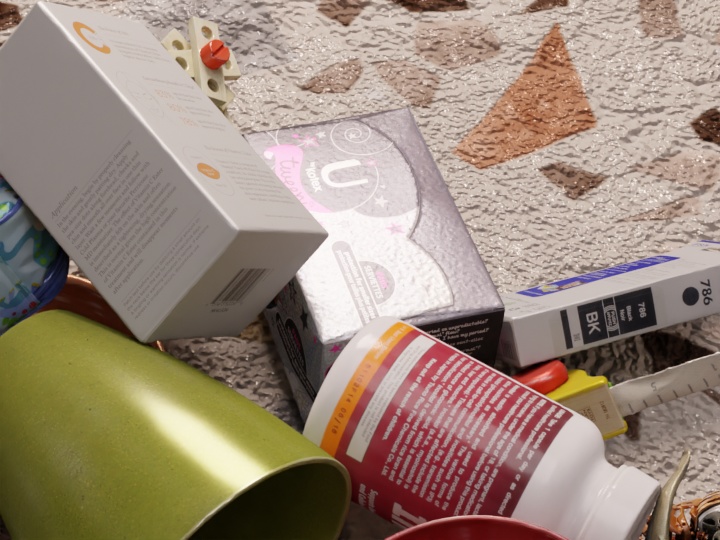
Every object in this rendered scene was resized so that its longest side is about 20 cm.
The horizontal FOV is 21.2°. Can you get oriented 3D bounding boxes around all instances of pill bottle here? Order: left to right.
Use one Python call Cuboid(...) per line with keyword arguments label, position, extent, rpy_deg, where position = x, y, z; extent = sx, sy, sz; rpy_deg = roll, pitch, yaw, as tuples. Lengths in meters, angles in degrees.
Cuboid(label="pill bottle", position=(0.073, 0.118, 1.157), extent=(0.199, 0.113, 0.113), rpy_deg=(27, 50, 16))

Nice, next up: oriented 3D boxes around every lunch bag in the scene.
Cuboid(label="lunch bag", position=(-0.292, 0.006, 1.230), extent=(0.200, 0.083, 0.161), rpy_deg=(-41, 39, -10))

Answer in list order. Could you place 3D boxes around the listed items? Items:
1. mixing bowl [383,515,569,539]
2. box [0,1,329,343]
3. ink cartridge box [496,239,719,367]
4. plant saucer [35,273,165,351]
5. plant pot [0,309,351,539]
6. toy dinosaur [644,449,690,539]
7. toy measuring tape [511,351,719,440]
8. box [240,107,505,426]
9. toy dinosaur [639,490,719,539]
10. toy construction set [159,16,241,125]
Cuboid(label="mixing bowl", position=(0.066, 0.250, 1.075), extent=(0.199, 0.108, 0.201), rpy_deg=(-2, 64, 5))
Cuboid(label="box", position=(-0.137, -0.060, 1.198), extent=(0.200, 0.098, 0.124), rpy_deg=(49, 18, 17))
Cuboid(label="ink cartridge box", position=(0.177, 0.021, 1.329), extent=(0.199, 0.039, 0.099), rpy_deg=(-15, 8, -16))
Cuboid(label="plant saucer", position=(-0.225, 0.083, 1.270), extent=(0.199, 0.038, 0.201), rpy_deg=(2, 46, -2))
Cuboid(label="plant pot", position=(-0.140, 0.120, 1.134), extent=(0.187, 0.188, 0.200), rpy_deg=(-32, 60, -30))
Cuboid(label="toy dinosaur", position=(0.174, 0.200, 1.105), extent=(0.047, 0.088, 0.201), rpy_deg=(18, 83, -17))
Cuboid(label="toy measuring tape", position=(0.161, 0.082, 1.259), extent=(0.199, 0.074, 0.074), rpy_deg=(-22, 45, 15))
Cuboid(label="box", position=(0.000, 0.000, 1.315), extent=(0.132, 0.115, 0.200), rpy_deg=(-10, 48, -15))
Cuboid(label="toy dinosaur", position=(0.238, 0.184, 1.202), extent=(0.199, 0.102, 0.136), rpy_deg=(-17, 30, 14))
Cuboid(label="toy construction set", position=(-0.131, -0.078, 1.335), extent=(0.092, 0.200, 0.132), rpy_deg=(21, 51, -18))
